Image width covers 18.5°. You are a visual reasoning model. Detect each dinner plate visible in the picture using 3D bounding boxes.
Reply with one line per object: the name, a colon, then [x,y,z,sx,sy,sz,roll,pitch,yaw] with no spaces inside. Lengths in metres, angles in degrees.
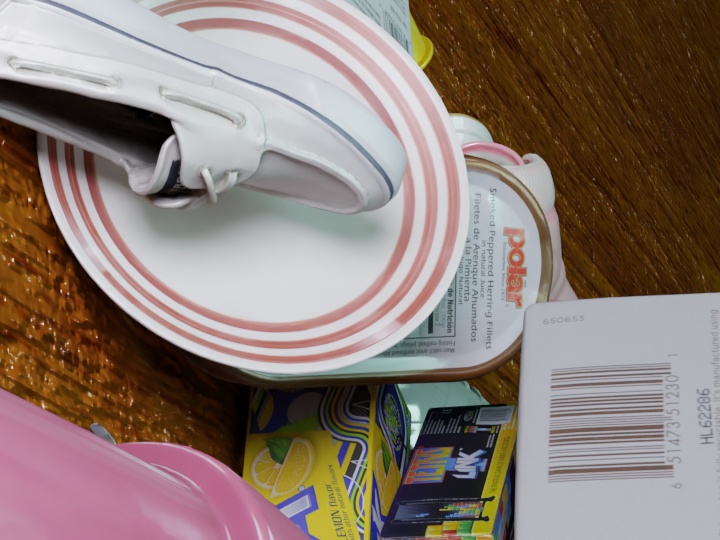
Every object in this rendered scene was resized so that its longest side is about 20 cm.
dinner plate: [-0.047,-0.044,0.972,0.024,0.200,0.201,133,-44,-58]

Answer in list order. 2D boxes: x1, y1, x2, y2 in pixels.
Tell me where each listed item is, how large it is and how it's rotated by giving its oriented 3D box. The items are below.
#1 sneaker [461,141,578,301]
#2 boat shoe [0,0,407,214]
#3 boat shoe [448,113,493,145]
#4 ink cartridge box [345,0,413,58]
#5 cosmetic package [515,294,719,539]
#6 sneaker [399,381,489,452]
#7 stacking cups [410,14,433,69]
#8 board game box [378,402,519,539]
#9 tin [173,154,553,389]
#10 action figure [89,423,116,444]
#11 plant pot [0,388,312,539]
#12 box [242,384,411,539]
sneaker: [0.080,-0.014,1.201,0.200,0.075,0.105,22,66,-77]
boat shoe: [-0.073,-0.058,0.902,0.200,0.072,0.066,26,60,-26]
boat shoe: [0.046,-0.027,1.293,0.200,0.071,0.070,83,4,-67]
ink cartridge box: [-0.028,-0.091,1.153,0.147,0.083,0.201,43,38,-60]
cosmetic package: [0.164,0.136,1.023,0.168,0.166,0.200,-84,167,-47]
sneaker: [0.042,0.057,1.285,0.200,0.073,0.116,24,58,-67]
stacking cups: [-0.024,-0.200,1.309,0.200,0.060,0.061,60,23,-30]
board game box: [0.055,0.171,1.067,0.200,0.057,0.166,-56,142,-75]
tin: [0.000,0.000,1.035,0.042,0.199,0.112,-159,-111,-62]
action figure: [-0.074,0.149,0.818,0.119,0.102,0.201,9,70,-59]
plant pot: [-0.124,0.106,0.576,0.179,0.200,0.200,44,33,-32]
box: [-0.018,0.133,1.045,0.064,0.070,0.200,64,21,-47]
